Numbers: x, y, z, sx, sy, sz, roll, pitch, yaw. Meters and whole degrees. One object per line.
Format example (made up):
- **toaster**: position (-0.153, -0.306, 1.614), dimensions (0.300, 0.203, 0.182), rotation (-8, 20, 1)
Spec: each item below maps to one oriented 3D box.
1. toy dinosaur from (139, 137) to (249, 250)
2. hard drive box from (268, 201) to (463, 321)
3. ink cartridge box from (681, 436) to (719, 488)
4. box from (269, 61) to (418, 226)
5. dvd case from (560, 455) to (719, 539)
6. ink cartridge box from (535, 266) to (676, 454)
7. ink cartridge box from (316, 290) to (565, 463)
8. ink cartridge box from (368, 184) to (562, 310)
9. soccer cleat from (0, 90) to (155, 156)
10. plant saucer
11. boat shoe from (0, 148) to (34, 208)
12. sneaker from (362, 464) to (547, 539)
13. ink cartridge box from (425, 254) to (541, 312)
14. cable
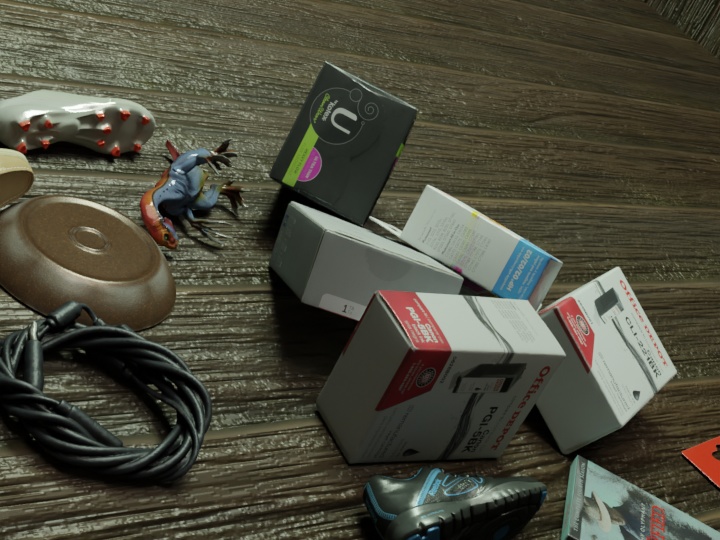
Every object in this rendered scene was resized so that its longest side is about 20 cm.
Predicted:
- **toy dinosaur**: position (-0.197, -0.078, 1.384), dimensions (0.198, 0.107, 0.180), rotation (5, 17, 37)
- **hard drive box**: position (0.000, 0.000, 1.320), dimensions (0.154, 0.078, 0.200), rotation (19, 5, -15)
- **ink cartridge box**: position (0.489, 0.249, 1.453), dimensions (0.161, 0.057, 0.200), rotation (-6, 47, -48)
- **box**: position (-0.016, -0.147, 1.492), dimensions (0.123, 0.150, 0.200), rotation (26, 5, -1)
- **dvd case**: position (0.293, 0.275, 1.256), dimensions (0.198, 0.022, 0.146), rotation (28, 27, 2)
- **ink cartridge box**: position (0.259, 0.095, 1.408), dimensions (0.199, 0.083, 0.146), rotation (-23, 83, -57)
- **ink cartridge box**: position (0.079, 0.104, 1.213), dimensions (0.198, 0.148, 0.083), rotation (4, 37, -37)
- **ink cartridge box**: position (0.118, -0.033, 1.398), dimensions (0.198, 0.069, 0.115), rotation (31, 5, 15)
- **soccer cleat**: position (-0.320, -0.171, 1.410), dimensions (0.198, 0.070, 0.078), rotation (-6, 39, -43)
- **plant saucer**: position (-0.267, -0.018, 1.228), dimensions (0.198, 0.037, 0.201), rotation (21, 28, -12)
- **boat shoe**: position (-0.373, -0.055, 1.161), dimensions (0.069, 0.074, 0.199), rotation (39, 39, 19)
- **sneaker**: position (0.089, 0.203, 1.134), dimensions (0.198, 0.074, 0.082), rotation (1, 36, -43)
- **ink cartridge box**: position (0.146, 0.054, 1.456), dimensions (0.198, 0.060, 0.104), rotation (33, 27, 10)
- **cable**: position (-0.216, 0.102, 1.054), dimensions (0.199, 0.051, 0.162), rotation (40, 30, 20)
